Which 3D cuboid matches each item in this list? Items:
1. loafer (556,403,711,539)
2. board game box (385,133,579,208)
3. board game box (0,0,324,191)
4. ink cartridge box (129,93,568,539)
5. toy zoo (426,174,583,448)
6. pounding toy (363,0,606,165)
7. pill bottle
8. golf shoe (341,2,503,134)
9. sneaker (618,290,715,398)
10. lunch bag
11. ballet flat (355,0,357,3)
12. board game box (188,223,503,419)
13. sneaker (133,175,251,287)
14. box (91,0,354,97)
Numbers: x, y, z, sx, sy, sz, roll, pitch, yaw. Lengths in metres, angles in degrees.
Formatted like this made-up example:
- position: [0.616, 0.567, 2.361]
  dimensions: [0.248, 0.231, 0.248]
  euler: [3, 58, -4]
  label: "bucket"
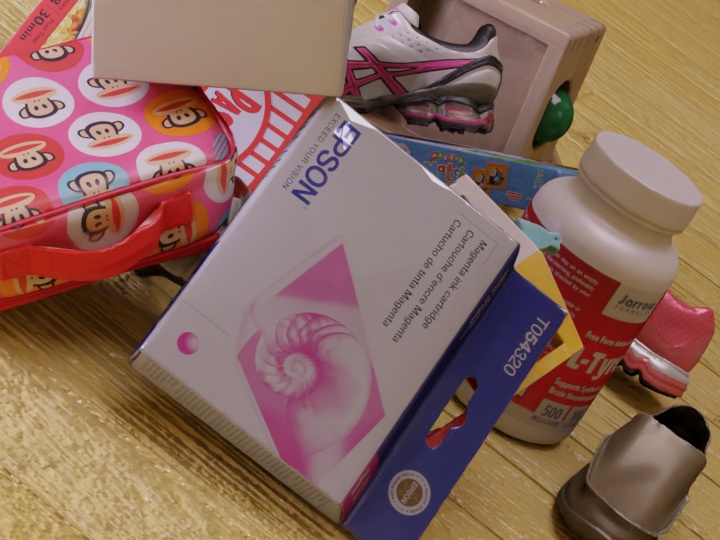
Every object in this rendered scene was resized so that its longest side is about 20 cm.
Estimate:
- position: [0.187, 0.135, 1.446]
  dimensions: [0.076, 0.068, 0.200]
  euler: [34, 22, 6]
  label: "loafer"
- position: [0.093, -0.074, 1.667]
  dimensions: [0.199, 0.037, 0.151]
  euler: [12, 5, 29]
  label: "board game box"
- position: [-0.134, -0.121, 1.459]
  dimensions: [0.199, 0.152, 0.046]
  euler: [34, -16, 6]
  label: "board game box"
- position: [0.002, 0.034, 1.247]
  dimensions: [0.200, 0.197, 0.043]
  euler: [37, -21, -5]
  label: "ink cartridge box"
- position: [0.046, 0.031, 1.318]
  dimensions: [0.199, 0.020, 0.132]
  euler: [-32, 85, -20]
  label: "toy zoo"
- position: [0.116, -0.146, 1.827]
  dimensions: [0.199, 0.185, 0.142]
  euler: [29, 21, 16]
  label: "pounding toy"
- position: [0.145, 0.010, 1.476]
  dimensions: [0.112, 0.201, 0.112]
  euler: [26, 23, -12]
  label: "pill bottle"
- position: [0.009, -0.159, 1.641]
  dimensions: [0.199, 0.093, 0.073]
  euler: [7, 6, -8]
  label: "golf shoe"
- position: [0.185, 0.010, 1.662]
  dimensions: [0.200, 0.087, 0.074]
  euler: [37, 0, 6]
  label: "sneaker"
- position: [-0.172, -0.054, 1.257]
  dimensions: [0.199, 0.082, 0.176]
  euler: [-16, 43, -22]
  label: "lunch bag"
- position: [-0.041, -0.174, 1.520]
  dimensions: [0.063, 0.068, 0.200]
  euler: [-7, -5, -13]
  label: "ballet flat"
- position: [-0.007, 0.028, 1.281]
  dimensions: [0.105, 0.201, 0.023]
  euler: [35, -21, -6]
  label: "board game box"
- position: [-0.121, -0.028, 1.357]
  dimensions: [0.077, 0.082, 0.200]
  euler: [-35, 52, -22]
  label: "sneaker"
- position: [-0.076, -0.196, 1.309]
  dimensions: [0.151, 0.107, 0.200]
  euler: [5, 28, 1]
  label: "box"
